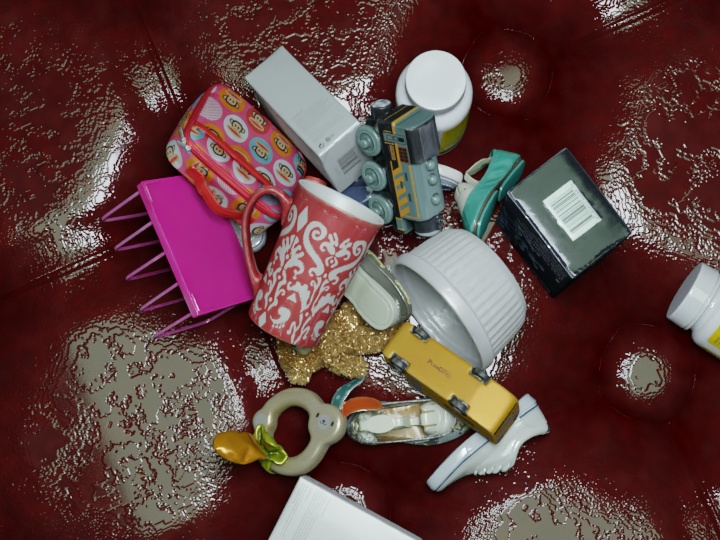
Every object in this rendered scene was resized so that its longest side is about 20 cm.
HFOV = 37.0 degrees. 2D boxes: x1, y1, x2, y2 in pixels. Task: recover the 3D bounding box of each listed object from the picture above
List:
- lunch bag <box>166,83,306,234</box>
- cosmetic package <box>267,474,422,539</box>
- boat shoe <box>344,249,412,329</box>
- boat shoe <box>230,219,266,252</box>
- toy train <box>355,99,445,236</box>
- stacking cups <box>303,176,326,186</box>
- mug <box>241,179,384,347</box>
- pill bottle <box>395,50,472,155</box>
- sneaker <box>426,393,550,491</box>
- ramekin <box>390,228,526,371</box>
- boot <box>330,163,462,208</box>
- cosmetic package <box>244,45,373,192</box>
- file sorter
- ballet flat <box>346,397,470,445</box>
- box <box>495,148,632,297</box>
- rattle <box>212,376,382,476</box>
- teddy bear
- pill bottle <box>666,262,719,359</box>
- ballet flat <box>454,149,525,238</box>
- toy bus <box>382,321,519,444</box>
[{"bbox_3d":[-0.182,-0.153,1.556,0.200,0.082,0.177,40,44,-20],"label":"lunch bag"},{"bbox_3d":[-0.020,0.384,1.528,0.198,0.085,0.108,29,84,5],"label":"cosmetic package"},{"bbox_3d":[-0.001,0.002,1.565,0.202,0.060,0.072,50,125,23],"label":"boat shoe"},{"bbox_3d":[-0.207,-0.118,1.621,0.073,0.065,0.201,-32,81,-4],"label":"boat shoe"},{"bbox_3d":[0.062,-0.139,1.500,0.085,0.113,0.202,-33,125,-35],"label":"toy train"},{"bbox_3d":[-0.099,-0.041,1.617,0.060,0.061,0.202,17,77,4],"label":"stacking cups"},{"bbox_3d":[-0.082,-0.016,1.504,0.177,0.133,0.202,32,103,31],"label":"mug"},{"bbox_3d":[0.106,-0.244,1.563,0.111,0.200,0.114,0,81,1],"label":"pill bottle"},{"bbox_3d":[0.187,0.262,1.547,0.199,0.073,0.071,-37,79,-4],"label":"sneaker"},{"bbox_3d":[0.144,0.035,1.526,0.105,0.200,0.201,-39,82,-14],"label":"ramekin"},{"bbox_3d":[0.051,-0.120,1.616,0.197,0.073,0.092,10,83,13],"label":"boot"},{"bbox_3d":[-0.073,-0.223,1.581,0.081,0.113,0.200,-39,62,-4],"label":"cosmetic package"},{"bbox_3d":[-0.265,-0.018,1.557,0.125,0.138,0.202,-28,83,35],"label":"file sorter"},{"bbox_3d":[0.074,0.220,1.559,0.197,0.072,0.073,-6,81,1],"label":"ballet flat"},{"bbox_3d":[0.282,-0.063,1.530,0.107,0.200,0.149,-36,81,-3],"label":"box"},{"bbox_3d":[-0.088,0.204,1.509,0.198,0.143,0.131,-22,48,25],"label":"rattle"},{"bbox_3d":[-0.029,0.093,1.583,0.197,0.067,0.147,-3,79,1],"label":"teddy bear"},{"bbox_3d":[0.549,0.082,1.543,0.199,0.114,0.115,33,83,6],"label":"pill bottle"},{"bbox_3d":[0.177,-0.114,1.577,0.070,0.068,0.200,21,44,16],"label":"ballet flat"},{"bbox_3d":[0.127,0.157,1.523,0.199,0.078,0.065,34,77,23],"label":"toy bus"}]
